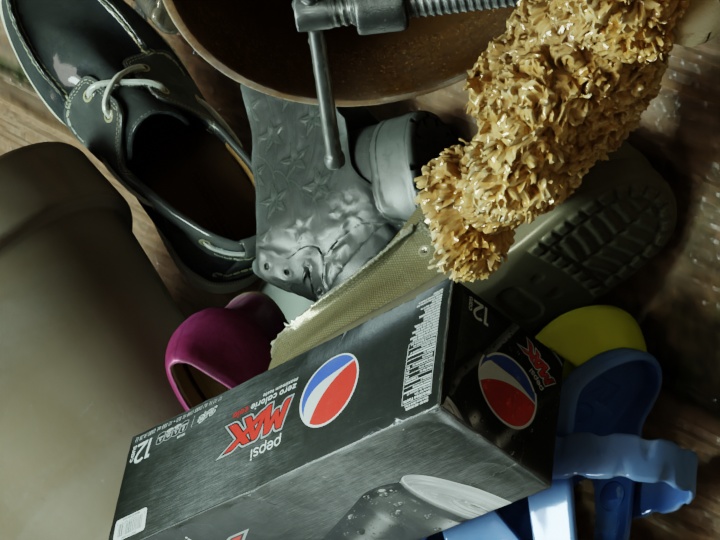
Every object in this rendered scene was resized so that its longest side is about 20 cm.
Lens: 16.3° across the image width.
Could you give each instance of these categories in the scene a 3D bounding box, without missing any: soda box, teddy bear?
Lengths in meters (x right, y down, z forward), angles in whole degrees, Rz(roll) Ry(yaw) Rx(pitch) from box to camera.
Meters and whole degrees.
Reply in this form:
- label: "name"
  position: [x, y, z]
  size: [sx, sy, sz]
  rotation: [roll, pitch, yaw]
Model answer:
- label: "soda box"
  position: [-0.012, 0.078, 1.028]
  size: [0.200, 0.071, 0.063]
  rotation: [-27, 39, 39]
- label: "teddy bear"
  position: [0.085, -0.070, 0.916]
  size: [0.067, 0.145, 0.200]
  rotation: [43, 125, 14]

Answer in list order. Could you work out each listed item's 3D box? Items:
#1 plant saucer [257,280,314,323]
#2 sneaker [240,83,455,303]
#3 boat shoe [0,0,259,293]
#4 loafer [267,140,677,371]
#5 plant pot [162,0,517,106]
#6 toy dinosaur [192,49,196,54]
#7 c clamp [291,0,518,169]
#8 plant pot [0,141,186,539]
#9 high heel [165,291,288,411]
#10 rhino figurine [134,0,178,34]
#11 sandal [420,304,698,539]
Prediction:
- label: "plant saucer"
  position: [-0.016, 0.082, 1.228]
  size: [0.200, 0.050, 0.201]
  rotation: [20, 115, 52]
- label: "sneaker"
  position: [-0.002, 0.000, 1.152]
  size: [0.104, 0.060, 0.200]
  rotation: [-10, 81, 34]
- label: "boat shoe"
  position: [-0.109, -0.082, 1.257]
  size: [0.200, 0.072, 0.068]
  rotation: [52, 169, 6]
- label: "loafer"
  position: [0.043, 0.004, 1.062]
  size: [0.200, 0.076, 0.068]
  rotation: [-31, 42, 16]
- label: "plant pot"
  position: [-0.012, -0.204, 1.049]
  size: [0.200, 0.186, 0.187]
  rotation: [-108, 30, -44]
- label: "toy dinosaur"
  position: [-0.047, -0.147, 1.175]
  size: [0.200, 0.088, 0.047]
  rotation: [61, 142, 24]
- label: "c clamp"
  position: [0.064, -0.131, 0.971]
  size: [0.027, 0.199, 0.171]
  rotation: [-90, -13, -53]
- label: "plant pot"
  position: [-0.149, 0.066, 1.225]
  size: [0.173, 0.200, 0.200]
  rotation: [43, 135, 15]
- label: "high heel"
  position: [-0.021, 0.104, 1.128]
  size: [0.067, 0.096, 0.200]
  rotation: [-23, 96, 23]
- label: "rhino figurine"
  position: [-0.106, -0.227, 1.257]
  size: [0.087, 0.060, 0.201]
  rotation: [32, 128, 47]
- label: "sandal"
  position: [0.070, 0.114, 1.034]
  size: [0.087, 0.079, 0.200]
  rotation: [42, 106, 42]
